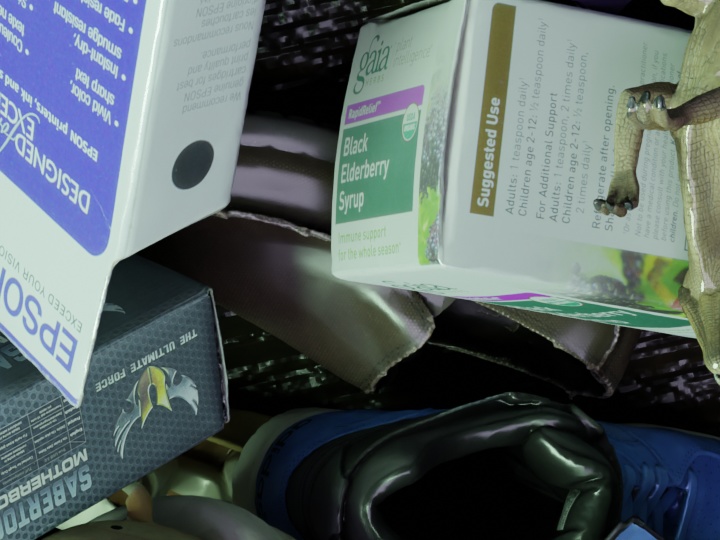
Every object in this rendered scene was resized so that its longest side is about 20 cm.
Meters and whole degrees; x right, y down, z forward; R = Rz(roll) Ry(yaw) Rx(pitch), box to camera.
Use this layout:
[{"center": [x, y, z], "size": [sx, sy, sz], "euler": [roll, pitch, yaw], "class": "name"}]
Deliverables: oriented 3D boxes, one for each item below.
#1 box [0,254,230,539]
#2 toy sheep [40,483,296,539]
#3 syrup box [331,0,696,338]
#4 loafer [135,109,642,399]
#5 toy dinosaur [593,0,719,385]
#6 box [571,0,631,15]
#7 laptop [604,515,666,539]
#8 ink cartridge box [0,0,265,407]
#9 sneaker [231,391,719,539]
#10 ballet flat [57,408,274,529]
[{"center": [-0.161, 0.041, 0.726], "size": [0.200, 0.157, 0.051], "euler": [-30, 126, -36], "class": "box"}, {"center": [-0.050, 0.140, 0.759], "size": [0.137, 0.138, 0.200], "euler": [-18, 140, 8], "class": "toy sheep"}, {"center": [0.098, -0.023, 0.755], "size": [0.199, 0.079, 0.082], "euler": [8, 84, -22], "class": "syrup box"}, {"center": [0.000, 0.000, 0.794], "size": [0.199, 0.072, 0.073], "euler": [7, 163, -6], "class": "loafer"}, {"center": [0.106, -0.074, 0.685], "size": [0.101, 0.058, 0.201], "euler": [23, 89, -50], "class": "toy dinosaur"}, {"center": [0.077, -0.179, 0.656], "size": [0.200, 0.105, 0.148], "euler": [-42, 153, 21], "class": "box"}, {"center": [0.079, 0.192, 0.773], "size": [0.200, 0.116, 0.187], "euler": [40, 91, -11], "class": "laptop"}, {"center": [-0.096, -0.099, 0.689], "size": [0.043, 0.198, 0.201], "euler": [-11, 127, -38], "class": "ink cartridge box"}, {"center": [0.069, 0.081, 0.812], "size": [0.199, 0.111, 0.077], "euler": [11, 87, -22], "class": "sneaker"}, {"center": [-0.061, 0.076, 0.854], "size": [0.199, 0.063, 0.069], "euler": [20, 117, -13], "class": "ballet flat"}]
